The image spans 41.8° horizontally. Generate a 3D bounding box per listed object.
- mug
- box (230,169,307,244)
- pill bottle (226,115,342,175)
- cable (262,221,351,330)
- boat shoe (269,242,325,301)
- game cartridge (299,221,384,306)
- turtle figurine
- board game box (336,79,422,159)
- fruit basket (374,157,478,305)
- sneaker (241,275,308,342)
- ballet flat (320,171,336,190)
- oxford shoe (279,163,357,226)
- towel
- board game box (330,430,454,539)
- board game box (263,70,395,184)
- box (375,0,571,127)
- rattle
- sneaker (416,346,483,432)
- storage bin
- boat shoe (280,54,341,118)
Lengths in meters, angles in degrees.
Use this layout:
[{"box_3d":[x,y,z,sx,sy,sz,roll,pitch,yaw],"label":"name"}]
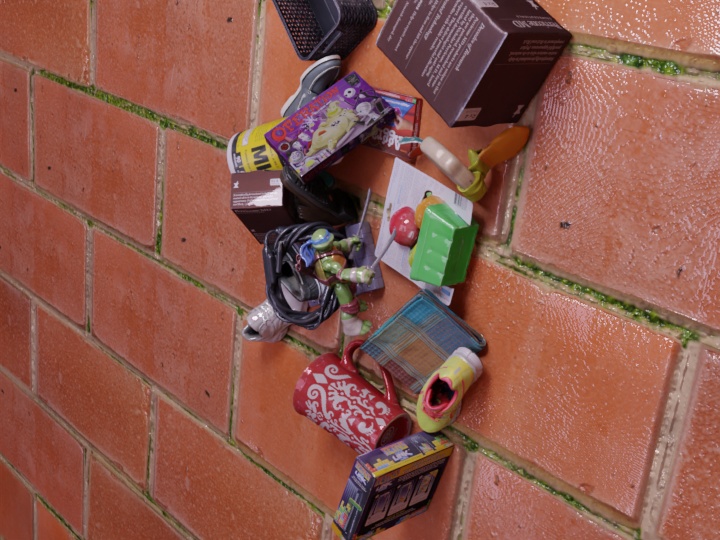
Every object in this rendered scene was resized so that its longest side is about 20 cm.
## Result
[{"box_3d":[-0.009,0.240,1.729,0.199,0.132,0.180,32,123,34],"label":"mug"},{"box_3d":[-0.163,-0.113,1.731,0.098,0.200,0.076,-3,71,10],"label":"box"},{"box_3d":[-0.135,-0.218,1.714,0.198,0.114,0.116,-13,90,30],"label":"pill bottle"},{"box_3d":[-0.094,0.010,1.712,0.051,0.161,0.203,-135,36,-69],"label":"cable"},{"box_3d":[-0.138,-0.010,1.807,0.200,0.070,0.073,40,131,41],"label":"boat shoe"},{"box_3d":[-0.044,-0.011,1.778,0.199,0.038,0.132,-17,91,47],"label":"game cartridge"},{"box_3d":[0.000,0.000,1.629,0.143,0.199,0.196,29,142,44],"label":"turtle figurine"},{"box_3d":[0.026,-0.267,1.654,0.199,0.019,0.105,23,116,42],"label":"board game box"},{"box_3d":[0.107,-0.067,1.576,0.200,0.093,0.188,39,126,47],"label":"fruit basket"},{"box_3d":[-0.176,0.087,1.890,0.078,0.099,0.201,54,132,23],"label":"sneaker"},{"box_3d":[-0.112,-0.167,1.801,0.199,0.074,0.075,30,120,41],"label":"ballet flat"},{"box_3d":[-0.089,-0.122,1.668,0.084,0.200,0.074,-24,56,22],"label":"oxford shoe"},{"box_3d":[0.104,0.128,1.608,0.146,0.022,0.200,39,133,-8],"label":"towel"},{"box_3d":[0.056,0.373,1.637,0.057,0.198,0.167,39,124,35],"label":"board game box"},{"box_3d":[-0.052,-0.246,1.603,0.120,0.199,0.032,45,167,32],"label":"board game box"},{"box_3d":[0.162,-0.339,1.384,0.201,0.165,0.165,51,130,25],"label":"box"},{"box_3d":[0.156,-0.208,1.500,0.144,0.129,0.200,-62,23,15],"label":"rattle"},{"box_3d":[0.130,0.213,1.583,0.078,0.090,0.201,36,135,16],"label":"sneaker"},{"box_3d":[-0.073,-0.483,1.656,0.135,0.093,0.202,-37,71,45],"label":"storage bin"},{"box_3d":[-0.081,-0.315,1.719,0.200,0.072,0.062,-43,67,50],"label":"boat shoe"}]
